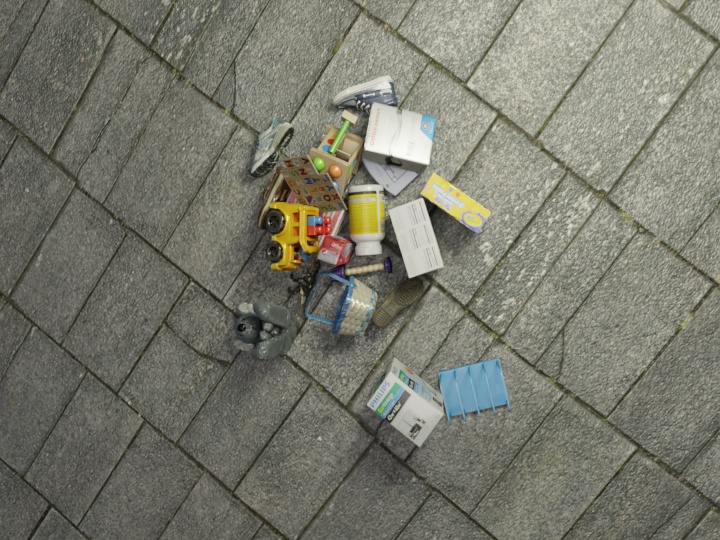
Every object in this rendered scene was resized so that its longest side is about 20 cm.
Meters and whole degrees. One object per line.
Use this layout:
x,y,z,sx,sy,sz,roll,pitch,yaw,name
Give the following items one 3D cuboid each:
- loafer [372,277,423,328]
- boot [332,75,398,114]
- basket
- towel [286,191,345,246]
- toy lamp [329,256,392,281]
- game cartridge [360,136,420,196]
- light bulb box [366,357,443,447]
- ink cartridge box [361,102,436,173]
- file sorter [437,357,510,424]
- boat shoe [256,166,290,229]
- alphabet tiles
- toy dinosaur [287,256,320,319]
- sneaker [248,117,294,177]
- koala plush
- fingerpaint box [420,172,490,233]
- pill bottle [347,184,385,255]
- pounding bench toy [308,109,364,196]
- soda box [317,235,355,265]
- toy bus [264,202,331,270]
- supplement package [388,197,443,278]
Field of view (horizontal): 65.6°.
0.111,0.095,1.729,0.198,0.067,0.077,-39,92,-5,loafer
0.014,-0.509,1.687,0.194,0.073,0.093,-18,86,10,boot
-0.059,0.105,1.706,0.195,0.141,0.179,19,126,-12,basket
-0.153,-0.166,1.758,0.196,0.030,0.150,28,97,12,towel
0.000,0.000,1.742,0.193,0.058,0.060,-9,93,11,toy lamp
0.081,-0.336,1.711,0.132,0.041,0.202,-39,88,7,game cartridge
0.137,0.388,1.680,0.198,0.198,0.126,37,97,3,light bulb box
0.111,-0.387,1.640,0.193,0.084,0.150,12,81,-5,ink cartridge box
0.343,0.368,1.683,0.194,0.123,0.143,-15,93,10,file sorter
-0.279,-0.232,1.770,0.074,0.074,0.206,36,101,28,boat shoe
-0.145,-0.249,1.639,0.163,0.008,0.202,0,135,36,alphabet tiles
-0.188,0.051,1.784,0.085,0.048,0.206,16,100,1,toy dinosaur
-0.292,-0.387,1.758,0.086,0.078,0.202,38,93,16,sneaker
-0.321,0.188,1.777,0.195,0.182,0.184,-1,86,30,koala plush
0.275,-0.195,1.624,0.197,0.167,0.074,35,99,5,fingerpaint box
0.020,-0.152,1.697,0.108,0.112,0.207,-2,94,9,pill bottle
-0.074,-0.343,1.628,0.121,0.158,0.203,23,138,6,pounding bench toy
-0.069,-0.061,1.674,0.062,0.200,0.072,22,97,7,soda box
-0.176,-0.100,1.668,0.186,0.135,0.208,2,92,22,toy bus
0.166,-0.097,1.655,0.108,0.156,0.206,-17,92,9,supplement package
